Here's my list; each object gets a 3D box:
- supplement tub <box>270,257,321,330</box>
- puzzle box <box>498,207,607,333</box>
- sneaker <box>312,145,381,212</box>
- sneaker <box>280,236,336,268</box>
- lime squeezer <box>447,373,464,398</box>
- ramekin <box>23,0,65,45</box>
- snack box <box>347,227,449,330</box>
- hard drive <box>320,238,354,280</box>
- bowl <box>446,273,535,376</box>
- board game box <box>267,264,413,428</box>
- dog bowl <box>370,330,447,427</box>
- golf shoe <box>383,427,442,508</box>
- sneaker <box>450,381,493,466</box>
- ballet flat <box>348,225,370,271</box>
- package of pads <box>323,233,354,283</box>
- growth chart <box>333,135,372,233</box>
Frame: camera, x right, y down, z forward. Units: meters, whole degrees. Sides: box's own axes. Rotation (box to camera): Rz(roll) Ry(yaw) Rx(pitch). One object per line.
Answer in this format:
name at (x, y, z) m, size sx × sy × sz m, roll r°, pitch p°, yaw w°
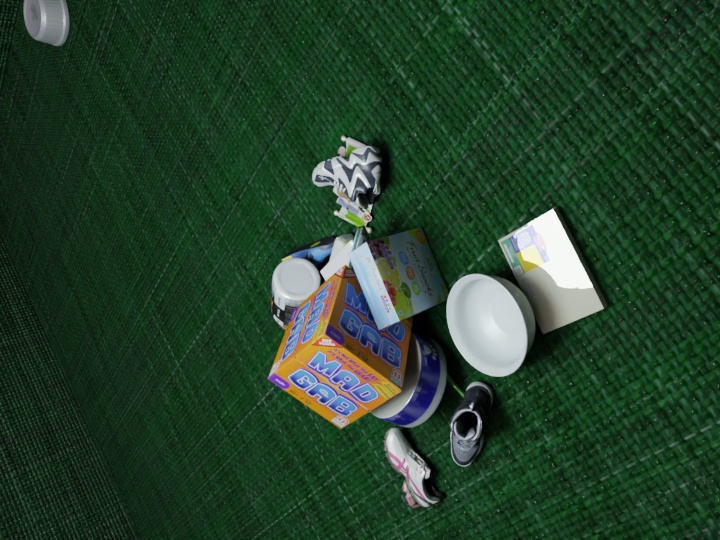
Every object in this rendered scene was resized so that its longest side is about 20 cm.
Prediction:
supplement tub at (-0.164, 0.068, 1.497) m, size 0.123 × 0.121 × 0.201 m, roll 51°, pitch 154°, yaw 20°
puzzle box at (0.357, 0.002, 1.117) m, size 0.132 × 0.025 × 0.203 m, roll -32°, pitch 79°, yaw 42°
sneaker at (-0.028, -0.189, 1.353) m, size 0.196 × 0.079 × 0.132 m, roll -14°, pitch 81°, yaw 33°
sneaker at (-0.119, -0.028, 1.515) m, size 0.198 × 0.066 × 0.079 m, roll -19°, pitch 103°, yaw 42°
lime squeezer at (0.161, 0.227, 1.347) m, size 0.198 × 0.038 × 0.071 m, roll 18°, pitch 143°, yaw 37°
ramekin at (-1.164, -0.939, 2.199) m, size 0.200 × 0.093 × 0.207 m, roll 12°, pitch 108°, yaw 40°
snack box at (0.085, 0.012, 1.242) m, size 0.067 × 0.198 × 0.171 m, roll -27°, pitch 84°, yaw 40°
hard drive at (0.002, 0.048, 1.355) m, size 0.132 × 0.026 × 0.202 m, roll -42°, pitch 76°, yaw 37°
bowl at (0.269, 0.095, 1.162) m, size 0.200 × 0.089 × 0.205 m, roll 27°, pitch 126°, yaw 46°
board game box at (-0.036, 0.160, 1.237) m, size 0.199 × 0.202 × 0.199 m, roll 37°, pitch 128°, yaw -18°
dog bowl at (0.094, 0.233, 1.306) m, size 0.199 × 0.078 × 0.203 m, roll -36°, pitch 42°, yaw 40°
golf shoe at (0.126, 0.458, 1.405) m, size 0.091 × 0.072 × 0.203 m, roll -24°, pitch 94°, yaw 36°
sneaker at (0.220, 0.341, 1.252) m, size 0.074 × 0.114 × 0.204 m, roll 18°, pitch 111°, yaw 21°
ballet flat at (0.000, 0.000, 1.296) m, size 0.074 × 0.074 × 0.203 m, roll 35°, pitch 123°, yaw 30°
package of pads at (-0.015, 0.032, 1.427) m, size 0.153 × 0.068 × 0.203 m, roll 34°, pitch 120°, yaw 30°
growth chart at (-0.013, -0.205, 1.402) m, size 0.143 × 0.018 × 0.204 m, roll 23°, pitch 114°, yaw 37°
